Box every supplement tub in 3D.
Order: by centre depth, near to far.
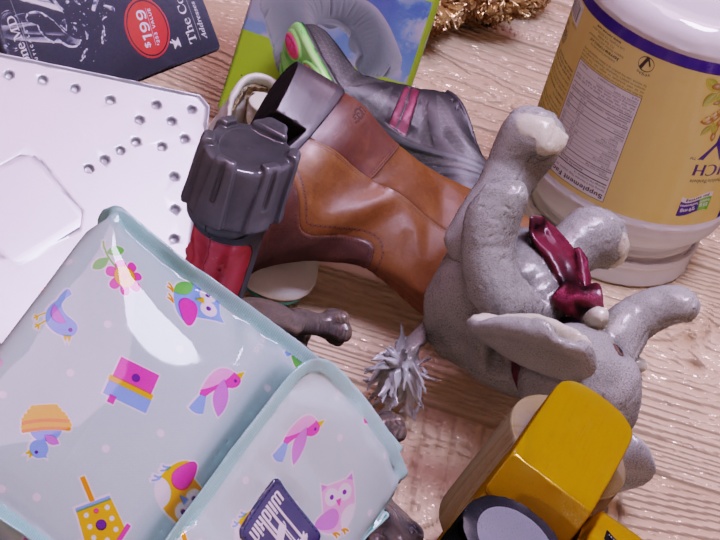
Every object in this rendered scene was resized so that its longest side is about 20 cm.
[{"bbox_3d":[0.191,-0.106,1.511,0.145,0.201,0.146,12,33,-8],"label":"supplement tub"}]

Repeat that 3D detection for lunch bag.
[{"bbox_3d":[-0.092,0.099,1.086,0.200,0.122,0.171,37,61,-4],"label":"lunch bag"}]

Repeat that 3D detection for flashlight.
[{"bbox_3d":[-0.087,0.020,1.188,0.068,0.201,0.068,2,35,-27],"label":"flashlight"}]

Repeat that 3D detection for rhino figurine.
[{"bbox_3d":[-0.025,0.091,1.241,0.087,0.060,0.200,2,46,-39],"label":"rhino figurine"}]

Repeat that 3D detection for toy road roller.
[{"bbox_3d":[0.099,0.167,1.143,0.146,0.123,0.200,36,34,1],"label":"toy road roller"}]

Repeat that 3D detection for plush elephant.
[{"bbox_3d":[0.115,0.033,1.304,0.155,0.165,0.200,31,72,35],"label":"plush elephant"}]

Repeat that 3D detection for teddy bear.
[{"bbox_3d":[0.077,-0.228,1.764,0.199,0.067,0.145,-9,39,-36],"label":"teddy bear"}]

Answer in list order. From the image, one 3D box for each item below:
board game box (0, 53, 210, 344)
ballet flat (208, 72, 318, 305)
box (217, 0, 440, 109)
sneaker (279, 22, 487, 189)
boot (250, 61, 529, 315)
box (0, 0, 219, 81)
[{"bbox_3d":[-0.194,-0.030,1.301,0.199,0.026,0.201,11,60,-11],"label":"board game box"},{"bbox_3d":[-0.062,-0.060,1.447,0.069,0.070,0.200,8,34,-16],"label":"ballet flat"},{"bbox_3d":[-0.009,-0.186,1.533,0.122,0.201,0.048,18,16,1],"label":"box"},{"bbox_3d":[0.024,-0.088,1.497,0.200,0.077,0.084,45,58,8],"label":"sneaker"},{"bbox_3d":[0.000,0.000,1.380,0.200,0.068,0.189,35,55,-15],"label":"boot"},{"bbox_3d":[-0.212,-0.197,1.446,0.104,0.201,0.182,-14,10,42],"label":"box"}]
